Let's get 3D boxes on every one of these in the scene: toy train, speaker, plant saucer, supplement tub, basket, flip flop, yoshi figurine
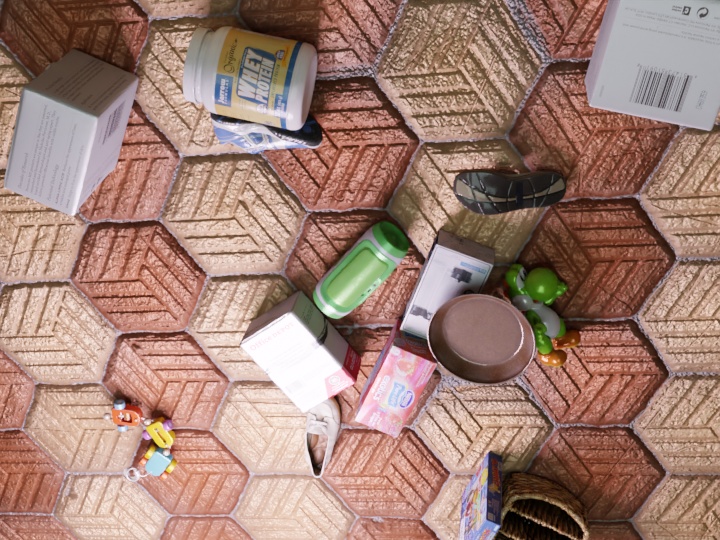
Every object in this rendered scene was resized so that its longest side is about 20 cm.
[{"bbox_3d":[-0.466,0.360,2.108,0.149,0.056,0.202,1,117,10],"label":"toy train"},{"bbox_3d":[0.000,0.000,1.805,0.088,0.089,0.200,38,118,-13],"label":"speaker"},{"bbox_3d":[0.222,0.119,1.785,0.199,0.037,0.202,8,122,12],"label":"plant saucer"},{"bbox_3d":[-0.180,-0.321,1.615,0.198,0.145,0.146,12,121,2],"label":"supplement tub"},{"bbox_3d":[0.371,0.529,2.010,0.199,0.149,0.143,27,120,-6],"label":"basket"},{"bbox_3d":[0.258,-0.146,1.700,0.198,0.058,0.082,-5,115,-5],"label":"flip flop"},{"bbox_3d":[0.340,0.073,1.786,0.111,0.113,0.201,-30,109,6],"label":"yoshi figurine"}]

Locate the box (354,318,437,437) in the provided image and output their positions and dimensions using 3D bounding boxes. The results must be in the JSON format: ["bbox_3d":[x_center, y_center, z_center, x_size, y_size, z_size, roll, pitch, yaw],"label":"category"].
[{"bbox_3d":[0.072,0.210,1.904,0.094,0.103,0.201,22,119,-4],"label":"box"}]

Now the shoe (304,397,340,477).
[{"bbox_3d":[-0.081,0.344,2.033,0.069,0.054,0.201,8,121,4],"label":"shoe"}]

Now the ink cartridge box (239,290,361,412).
[{"bbox_3d":[-0.116,0.160,1.915,0.144,0.084,0.200,-32,111,25],"label":"ink cartridge box"}]

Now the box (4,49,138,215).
[{"bbox_3d":[-0.493,-0.239,1.672,0.130,0.199,0.201,23,121,-3],"label":"box"}]

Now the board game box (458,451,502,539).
[{"bbox_3d":[0.242,0.482,1.974,0.034,0.200,0.136,23,121,-4],"label":"board game box"}]

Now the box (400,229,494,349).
[{"bbox_3d":[0.161,0.037,1.813,0.116,0.060,0.201,21,121,-3],"label":"box"}]

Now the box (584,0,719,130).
[{"bbox_3d":[0.469,-0.345,1.502,0.197,0.131,0.201,12,120,3],"label":"box"}]

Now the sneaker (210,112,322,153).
[{"bbox_3d":[-0.163,-0.245,1.709,0.198,0.076,0.077,12,143,2],"label":"sneaker"}]
